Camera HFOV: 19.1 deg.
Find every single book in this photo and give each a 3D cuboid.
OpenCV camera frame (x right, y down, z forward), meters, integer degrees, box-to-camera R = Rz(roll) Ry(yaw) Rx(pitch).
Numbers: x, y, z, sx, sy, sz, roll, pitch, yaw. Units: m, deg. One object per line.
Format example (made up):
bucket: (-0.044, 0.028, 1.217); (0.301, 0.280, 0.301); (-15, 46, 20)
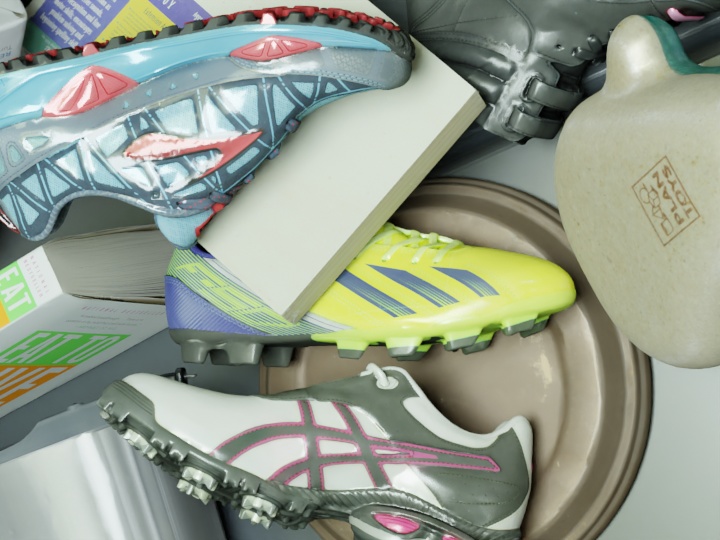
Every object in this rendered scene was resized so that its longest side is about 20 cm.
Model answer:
book: (-0.195, 0.044, 1.048); (0.200, 0.134, 0.048); (-30, 79, 20)

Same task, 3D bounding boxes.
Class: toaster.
toaster: (-0.142, 0.138, 1.040); (0.199, 0.114, 0.130); (-22, 86, 17)

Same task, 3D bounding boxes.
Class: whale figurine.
whale figurine: (0.161, -0.042, 0.880); (0.103, 0.200, 0.160); (-22, 75, -24)

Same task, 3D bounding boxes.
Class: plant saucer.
plant saucer: (0.038, 0.056, 1.008); (0.199, 0.029, 0.201); (0, 91, 23)

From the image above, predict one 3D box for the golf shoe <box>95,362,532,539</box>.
golf shoe: (-0.019, 0.079, 0.964); (0.199, 0.077, 0.088); (22, 77, -4)

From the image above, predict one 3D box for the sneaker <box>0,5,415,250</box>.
sneaker: (-0.069, -0.060, 0.926); (0.199, 0.079, 0.096); (-10, 98, 11)

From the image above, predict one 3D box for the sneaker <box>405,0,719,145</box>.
sneaker: (0.107, -0.104, 0.959); (0.199, 0.071, 0.100); (5, 94, 29)

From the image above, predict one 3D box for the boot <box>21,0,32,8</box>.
boot: (-0.138, -0.136, 1.054); (0.199, 0.076, 0.169); (-22, 85, 27)

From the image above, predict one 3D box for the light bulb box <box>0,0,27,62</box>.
light bulb box: (-0.263, -0.114, 1.017); (0.199, 0.124, 0.200); (60, 151, 22)

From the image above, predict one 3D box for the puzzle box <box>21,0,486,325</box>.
puzzle box: (-0.058, -0.088, 0.970); (0.200, 0.025, 0.133); (42, 91, 20)

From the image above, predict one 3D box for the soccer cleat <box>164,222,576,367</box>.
soccer cleat: (-0.001, 0.000, 0.975); (0.199, 0.065, 0.084); (-4, 85, 23)
